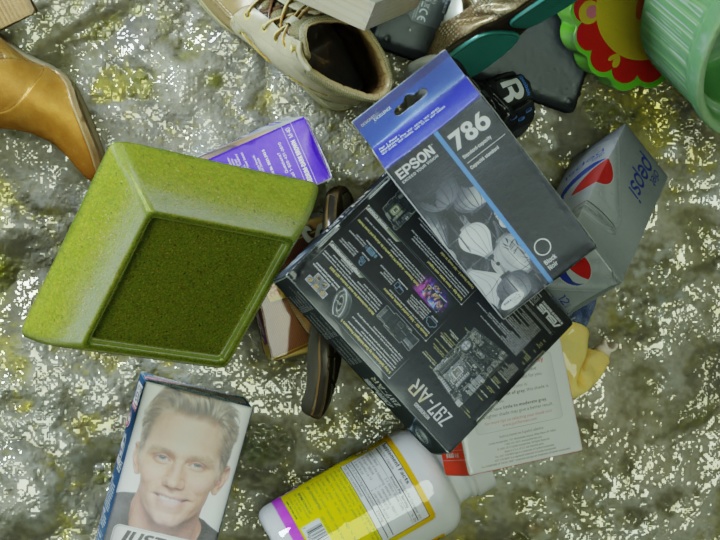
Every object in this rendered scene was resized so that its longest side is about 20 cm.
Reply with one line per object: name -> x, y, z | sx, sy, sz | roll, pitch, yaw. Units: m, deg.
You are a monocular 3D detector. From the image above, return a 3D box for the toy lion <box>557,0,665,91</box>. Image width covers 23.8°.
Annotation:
toy lion -> 0.278, -0.248, 1.539 | 0.200, 0.069, 0.192 | 19, 98, -26

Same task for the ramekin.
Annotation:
ramekin -> 0.335, -0.223, 1.460 | 0.200, 0.098, 0.200 | -23, 138, -23

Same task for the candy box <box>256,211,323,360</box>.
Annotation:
candy box -> 0.000, 0.000, 1.525 | 0.200, 0.056, 0.117 | -14, 98, -8

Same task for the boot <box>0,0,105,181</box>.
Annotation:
boot -> -0.314, -0.138, 1.453 | 0.144, 0.071, 0.201 | -27, 96, -2

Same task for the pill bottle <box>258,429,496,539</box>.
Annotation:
pill bottle -> 0.017, 0.210, 1.520 | 0.200, 0.104, 0.104 | -29, 99, -8

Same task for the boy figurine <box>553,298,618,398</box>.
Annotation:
boy figurine -> 0.173, 0.072, 1.560 | 0.124, 0.064, 0.200 | 10, 93, -12

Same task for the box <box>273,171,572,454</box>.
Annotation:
box -> 0.053, 0.026, 1.407 | 0.200, 0.044, 0.160 | 47, 73, -7

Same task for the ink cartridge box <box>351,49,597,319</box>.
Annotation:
ink cartridge box -> 0.091, -0.068, 1.361 | 0.099, 0.039, 0.200 | -39, 100, 6

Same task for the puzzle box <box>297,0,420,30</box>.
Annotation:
puzzle box -> -0.027, -0.244, 1.413 | 0.133, 0.200, 0.025 | 25, 108, 8

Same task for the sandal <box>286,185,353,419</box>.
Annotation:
sandal -> -0.039, 0.026, 1.464 | 0.054, 0.082, 0.200 | 9, 101, 10

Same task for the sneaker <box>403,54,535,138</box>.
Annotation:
sneaker -> 0.099, -0.151, 1.468 | 0.112, 0.200, 0.073 | -28, 75, -10

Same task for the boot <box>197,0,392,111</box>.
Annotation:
boot -> -0.061, -0.211, 1.443 | 0.200, 0.155, 0.073 | 44, 87, -11

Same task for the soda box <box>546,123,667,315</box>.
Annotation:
soda box -> 0.207, -0.049, 1.492 | 0.063, 0.200, 0.068 | -33, 103, 35

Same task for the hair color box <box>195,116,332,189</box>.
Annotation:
hair color box -> -0.133, -0.067, 1.466 | 0.200, 0.109, 0.065 | -26, 99, -8

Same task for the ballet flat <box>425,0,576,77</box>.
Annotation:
ballet flat -> 0.119, -0.226, 1.460 | 0.070, 0.200, 0.065 | 1, 65, -48

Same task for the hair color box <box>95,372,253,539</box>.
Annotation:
hair color box -> -0.171, 0.200, 1.505 | 0.100, 0.061, 0.200 | 15, 91, -12

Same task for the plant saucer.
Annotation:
plant saucer -> -0.148, 0.004, 1.398 | 0.199, 0.048, 0.200 | 10, 122, -36

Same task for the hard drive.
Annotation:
hard drive -> 0.121, -0.238, 1.539 | 0.200, 0.033, 0.140 | 18, 91, -12

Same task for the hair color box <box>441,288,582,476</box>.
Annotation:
hair color box -> 0.113, 0.069, 1.476 | 0.111, 0.064, 0.200 | -10, 87, -19
